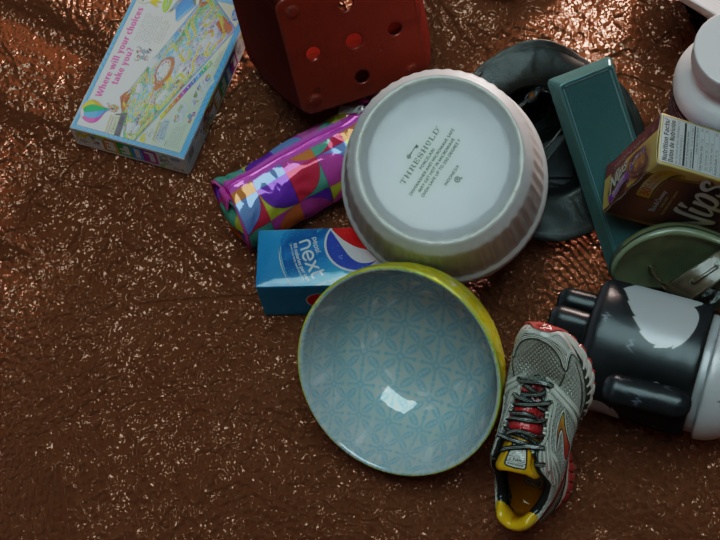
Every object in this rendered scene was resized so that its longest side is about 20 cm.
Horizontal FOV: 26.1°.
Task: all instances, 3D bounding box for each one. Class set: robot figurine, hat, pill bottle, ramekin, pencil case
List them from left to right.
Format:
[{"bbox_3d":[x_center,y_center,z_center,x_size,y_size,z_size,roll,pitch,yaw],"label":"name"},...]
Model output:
[{"bbox_3d":[-0.052,-0.103,1.570,0.199,0.089,0.089,-33,65,-10],"label":"pencil case"},{"bbox_3d":[0.076,-0.092,1.440,0.200,0.094,0.205,-1,82,6],"label":"ramekin"},{"bbox_3d":[0.177,-0.127,1.547,0.198,0.081,0.203,0,94,-7],"label":"hat"},{"bbox_3d":[0.268,0.078,1.423,0.198,0.125,0.151,16,66,13],"label":"robot figurine"},{"bbox_3d":[0.351,-0.154,1.488,0.112,0.200,0.114,-2,64,5],"label":"pill bottle"}]

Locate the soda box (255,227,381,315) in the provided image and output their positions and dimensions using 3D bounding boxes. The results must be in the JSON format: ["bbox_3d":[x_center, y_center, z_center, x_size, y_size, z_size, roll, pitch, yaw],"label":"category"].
[{"bbox_3d":[0.000,0.000,1.521,0.197,0.068,0.065,-2,64,5],"label":"soda box"}]

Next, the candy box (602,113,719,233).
[{"bbox_3d":[0.341,-0.073,1.459,0.198,0.117,0.057,16,65,-11],"label":"candy box"}]

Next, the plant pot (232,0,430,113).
[{"bbox_3d":[-0.025,-0.273,1.558,0.198,0.201,0.177,-17,42,-3],"label":"plant pot"}]

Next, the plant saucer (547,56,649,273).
[{"bbox_3d":[0.245,-0.101,1.508,0.069,0.019,0.202,-21,100,-8],"label":"plant saucer"}]

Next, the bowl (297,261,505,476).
[{"bbox_3d":[0.052,0.077,1.443,0.198,0.202,0.108,21,25,15],"label":"bowl"}]

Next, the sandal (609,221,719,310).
[{"bbox_3d":[0.335,0.008,1.468,0.199,0.080,0.058,12,44,7],"label":"sandal"}]

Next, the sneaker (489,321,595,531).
[{"bbox_3d":[0.156,0.140,1.362,0.077,0.202,0.082,11,25,25],"label":"sneaker"}]

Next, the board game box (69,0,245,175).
[{"bbox_3d":[-0.209,-0.211,1.665,0.133,0.034,0.202,16,67,13],"label":"board game box"}]

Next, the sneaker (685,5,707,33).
[{"bbox_3d":[0.380,-0.302,1.627,0.084,0.078,0.201,-21,63,-6],"label":"sneaker"}]

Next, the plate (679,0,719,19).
[{"bbox_3d":[0.401,-0.294,1.574,0.199,0.032,0.200,34,53,6],"label":"plate"}]
